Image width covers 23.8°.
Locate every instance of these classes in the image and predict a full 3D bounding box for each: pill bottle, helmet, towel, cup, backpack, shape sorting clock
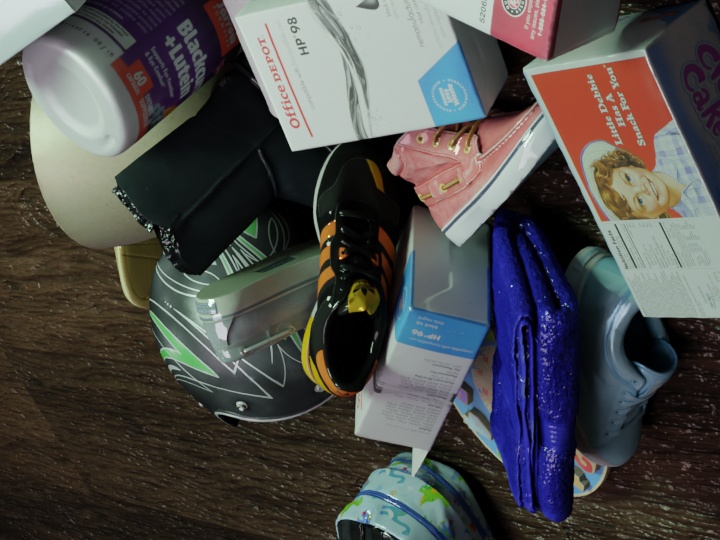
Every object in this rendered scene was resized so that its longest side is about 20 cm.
[{"bbox_3d":[-0.156,-0.188,1.326,0.111,0.200,0.112,31,148,22],"label":"pill bottle"},{"bbox_3d":[-0.092,0.039,1.509,0.200,0.200,0.191,48,166,3],"label":"helmet"},{"bbox_3d":[0.123,0.072,1.287,0.148,0.049,0.201,-111,15,-54],"label":"towel"},{"bbox_3d":[-0.166,-0.119,1.464,0.143,0.201,0.201,0,128,24],"label":"cup"},{"bbox_3d":[0.058,0.273,1.636,0.163,0.154,0.200,19,159,45],"label":"backpack"},{"bbox_3d":[0.132,0.108,1.436,0.200,0.039,0.201,33,146,27],"label":"shape sorting clock"}]

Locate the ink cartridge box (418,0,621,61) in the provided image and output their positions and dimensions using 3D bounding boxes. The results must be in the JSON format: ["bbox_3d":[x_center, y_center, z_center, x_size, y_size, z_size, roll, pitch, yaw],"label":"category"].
[{"bbox_3d":[0.070,-0.239,1.064,0.200,0.083,0.146,30,131,31],"label":"ink cartridge box"}]

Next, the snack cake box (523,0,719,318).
[{"bbox_3d":[0.204,-0.068,1.119,0.115,0.067,0.201,0,124,55],"label":"snack cake box"}]

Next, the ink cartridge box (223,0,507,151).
[{"bbox_3d":[-0.008,-0.157,1.228,0.199,0.067,0.116,-8,121,27],"label":"ink cartridge box"}]

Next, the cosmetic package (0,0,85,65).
[{"bbox_3d":[-0.234,-0.227,1.283,0.150,0.200,0.052,-28,113,37],"label":"cosmetic package"}]

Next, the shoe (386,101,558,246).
[{"bbox_3d":[0.083,-0.092,1.248,0.091,0.071,0.200,45,153,2],"label":"shoe"}]

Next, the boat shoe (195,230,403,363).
[{"bbox_3d":[-0.043,0.021,1.397,0.070,0.200,0.072,10,117,54],"label":"boat shoe"}]

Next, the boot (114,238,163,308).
[{"bbox_3d":[-0.231,-0.059,1.645,0.155,0.072,0.201,-12,84,58],"label":"boot"}]

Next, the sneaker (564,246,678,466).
[{"bbox_3d":[0.198,0.080,1.283,0.082,0.074,0.201,28,144,41],"label":"sneaker"}]

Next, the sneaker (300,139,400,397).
[{"bbox_3d":[0.000,0.000,1.316,0.090,0.070,0.201,-149,66,-75],"label":"sneaker"}]

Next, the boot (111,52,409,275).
[{"bbox_3d":[-0.081,-0.056,1.377,0.200,0.168,0.076,43,-177,-20],"label":"boot"}]

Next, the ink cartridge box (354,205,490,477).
[{"bbox_3d":[0.043,0.062,1.380,0.067,0.116,0.200,13,134,-9],"label":"ink cartridge box"}]
